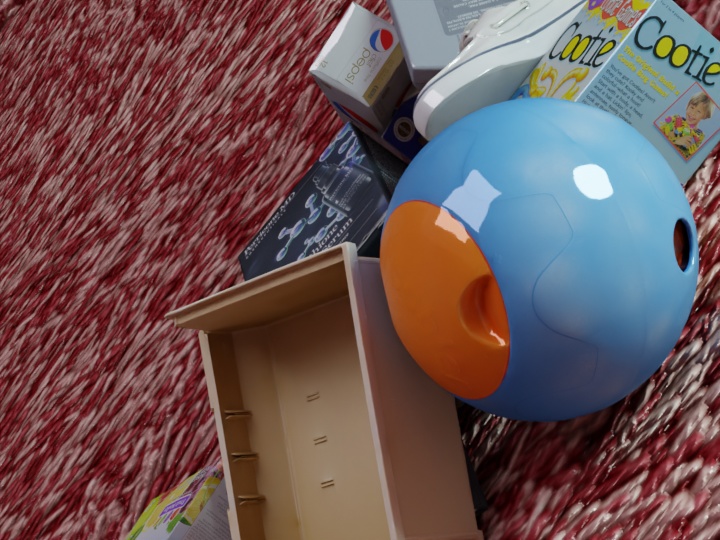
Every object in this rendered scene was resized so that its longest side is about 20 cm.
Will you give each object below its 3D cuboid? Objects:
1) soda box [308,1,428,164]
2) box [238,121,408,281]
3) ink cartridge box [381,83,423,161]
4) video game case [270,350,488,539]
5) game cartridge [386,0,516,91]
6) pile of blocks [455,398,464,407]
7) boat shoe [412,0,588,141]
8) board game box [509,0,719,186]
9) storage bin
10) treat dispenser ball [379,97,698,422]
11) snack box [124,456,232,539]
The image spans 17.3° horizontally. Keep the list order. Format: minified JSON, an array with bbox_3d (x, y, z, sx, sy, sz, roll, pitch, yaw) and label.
[{"bbox_3d":[0.020,-0.142,1.901,0.068,0.063,0.200,-57,-17,-5],"label":"soda box"},{"bbox_3d":[0.000,0.000,1.819,0.149,0.107,0.200,-50,21,11],"label":"box"},{"bbox_3d":[0.105,-0.161,1.855,0.201,0.094,0.037,-58,23,-10],"label":"ink cartridge box"},{"bbox_3d":[-0.007,0.143,1.633,0.200,0.019,0.144,-37,65,36],"label":"video game case"},{"bbox_3d":[0.124,-0.198,1.781,0.198,0.041,0.134,-14,46,-1],"label":"game cartridge"},{"bbox_3d":[0.022,0.099,1.662,0.200,0.082,0.062,-42,35,32],"label":"pile of blocks"},{"bbox_3d":[0.103,-0.153,1.680,0.199,0.065,0.074,-29,-34,-33],"label":"boat shoe"},{"bbox_3d":[0.163,-0.092,1.621,0.200,0.105,0.103,-51,20,6],"label":"board game box"},{"bbox_3d":[-0.031,0.106,1.581,0.198,0.093,0.202,-20,75,41],"label":"storage bin"},{"bbox_3d":[0.111,-0.007,1.473,0.201,0.200,0.201,-43,24,25],"label":"treat dispenser ball"},{"bbox_3d":[-0.159,0.250,1.764,0.201,0.068,0.169,-58,10,-27],"label":"snack box"}]
